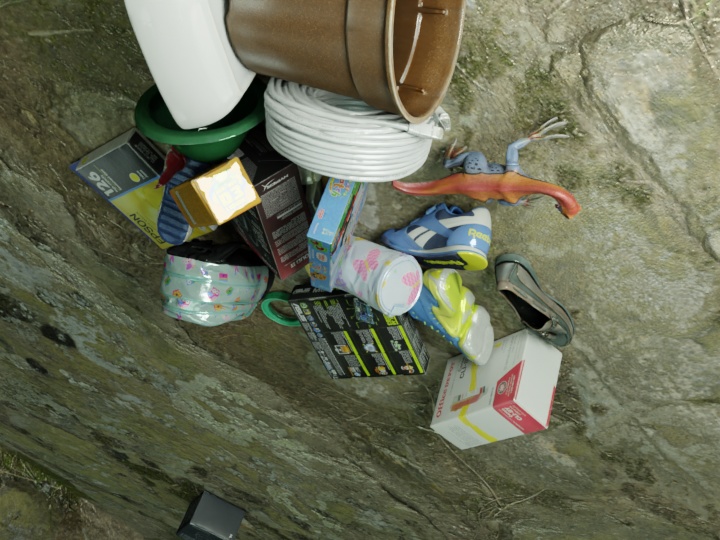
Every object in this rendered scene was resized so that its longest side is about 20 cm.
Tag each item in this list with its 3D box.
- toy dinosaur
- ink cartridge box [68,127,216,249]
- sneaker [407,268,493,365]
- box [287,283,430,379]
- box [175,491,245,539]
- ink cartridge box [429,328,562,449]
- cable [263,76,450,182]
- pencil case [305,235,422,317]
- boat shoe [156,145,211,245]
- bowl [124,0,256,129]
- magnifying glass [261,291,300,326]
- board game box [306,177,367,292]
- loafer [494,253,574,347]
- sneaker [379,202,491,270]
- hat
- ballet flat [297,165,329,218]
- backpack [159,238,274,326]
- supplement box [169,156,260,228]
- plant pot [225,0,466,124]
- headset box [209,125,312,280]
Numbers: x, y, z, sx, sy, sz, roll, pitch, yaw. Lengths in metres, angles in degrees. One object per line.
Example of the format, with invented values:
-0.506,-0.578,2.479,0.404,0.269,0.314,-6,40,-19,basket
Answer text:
0.168,-0.092,0.912,0.106,0.199,0.182,63,172,-30,toy dinosaur
-0.358,-0.119,1.236,0.199,0.047,0.198,-17,130,37,ink cartridge box
0.137,0.069,1.209,0.104,0.076,0.201,3,134,42,sneaker
-0.001,0.102,1.303,0.191,0.048,0.201,-9,127,26,box
-0.466,0.785,2.361,0.147,0.108,0.200,30,143,-10,box
0.220,0.198,1.253,0.083,0.146,0.199,37,141,-19,ink cartridge box
-0.010,-0.175,0.860,0.197,0.201,0.070,0,126,-9,cable
0.000,0.000,1.107,0.083,0.092,0.199,28,175,-41,pencil case
-0.251,-0.139,1.127,0.072,0.073,0.201,27,117,-3,boat shoe
-0.156,-0.274,0.810,0.074,0.201,0.201,6,141,18,bowl
-0.084,0.081,1.365,0.197,0.023,0.080,10,141,12,magnifying glass
-0.027,-0.072,0.990,0.036,0.153,0.200,19,163,3,board game box
0.254,0.061,1.134,0.071,0.063,0.200,-15,130,39,loafer
0.109,-0.049,1.073,0.074,0.083,0.199,23,169,-39,sneaker
-0.186,-0.142,0.962,0.164,0.201,0.177,-15,132,-12,hat
-0.065,-0.127,1.055,0.068,0.072,0.201,2,139,14,ballet flat
-0.231,0.016,1.201,0.165,0.128,0.200,4,-177,11,backpack
-0.192,-0.097,0.983,0.069,0.066,0.200,62,163,-11,supplement box
-0.016,-0.265,0.775,0.196,0.201,0.201,14,144,24,plant pot
-0.136,-0.096,1.068,0.149,0.077,0.201,44,160,38,headset box
